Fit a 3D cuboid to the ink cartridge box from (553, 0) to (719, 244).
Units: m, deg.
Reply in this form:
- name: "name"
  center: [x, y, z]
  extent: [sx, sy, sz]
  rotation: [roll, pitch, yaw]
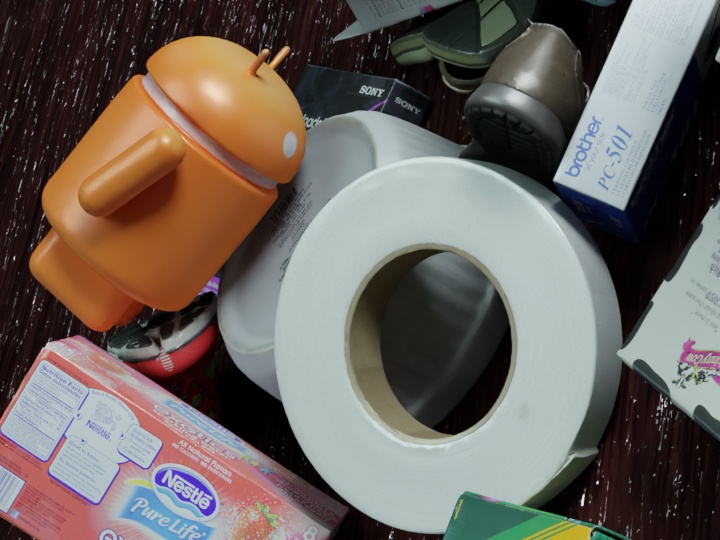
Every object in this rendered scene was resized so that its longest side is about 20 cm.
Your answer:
- name: "ink cartridge box"
  center: [0.166, -0.121, 1.195]
  extent: [0.201, 0.044, 0.094]
  rotation: [-65, -15, -5]

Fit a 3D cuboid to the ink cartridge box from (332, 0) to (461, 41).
- name: "ink cartridge box"
  center: [0.054, -0.220, 1.451]
  extent: [0.115, 0.068, 0.200]
  rotation: [-41, 16, -31]

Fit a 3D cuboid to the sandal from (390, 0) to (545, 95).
- name: "sandal"
  center: [0.075, -0.143, 1.411]
  extent: [0.080, 0.058, 0.201]
  rotation: [-33, 10, -7]

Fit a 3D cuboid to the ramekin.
- name: "ramekin"
  center: [0.000, 0.000, 1.354]
  extent: [0.200, 0.105, 0.201]
  rotation: [-39, 36, 36]

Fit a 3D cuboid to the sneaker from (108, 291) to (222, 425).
- name: "sneaker"
  center: [-0.115, 0.070, 1.458]
  extent: [0.077, 0.085, 0.200]
  rotation: [-25, -5, -9]

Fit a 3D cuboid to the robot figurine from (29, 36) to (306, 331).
- name: "robot figurine"
  center: [-0.112, -0.056, 1.348]
  extent: [0.200, 0.144, 0.117]
  rotation: [-50, 45, 10]

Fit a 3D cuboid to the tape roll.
- name: "tape roll"
  center: [0.045, 0.040, 1.204]
  extent: [0.202, 0.037, 0.204]
  rotation: [0, 89, 31]

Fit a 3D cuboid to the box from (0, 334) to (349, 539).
- name: "box"
  center: [-0.118, 0.133, 1.316]
  extent: [0.103, 0.199, 0.095]
  rotation: [-59, -4, 6]

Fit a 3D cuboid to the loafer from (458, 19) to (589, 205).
- name: "loafer"
  center: [0.101, -0.081, 1.229]
  extent: [0.071, 0.073, 0.200]
  rotation: [-61, -6, -9]

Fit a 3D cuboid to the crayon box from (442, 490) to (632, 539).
- name: "crayon box"
  center: [0.067, 0.218, 1.094]
  extent: [0.119, 0.058, 0.201]
  rotation: [6, 73, 60]

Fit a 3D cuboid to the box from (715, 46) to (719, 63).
- name: "box"
  center: [0.203, -0.121, 1.093]
  extent: [0.039, 0.041, 0.200]
  rotation: [-58, -4, 17]

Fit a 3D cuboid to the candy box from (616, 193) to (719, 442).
- name: "candy box"
  center: [0.221, -0.008, 1.043]
  extent: [0.201, 0.061, 0.136]
  rotation: [-57, 27, 7]

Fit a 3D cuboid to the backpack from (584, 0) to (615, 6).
- name: "backpack"
  center: [0.110, -0.222, 1.242]
  extent: [0.200, 0.166, 0.127]
  rotation: [-125, 57, -75]

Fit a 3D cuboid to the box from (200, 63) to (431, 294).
- name: "box"
  center: [-0.039, -0.042, 1.527]
  extent: [0.143, 0.036, 0.201]
  rotation: [17, 79, 61]
